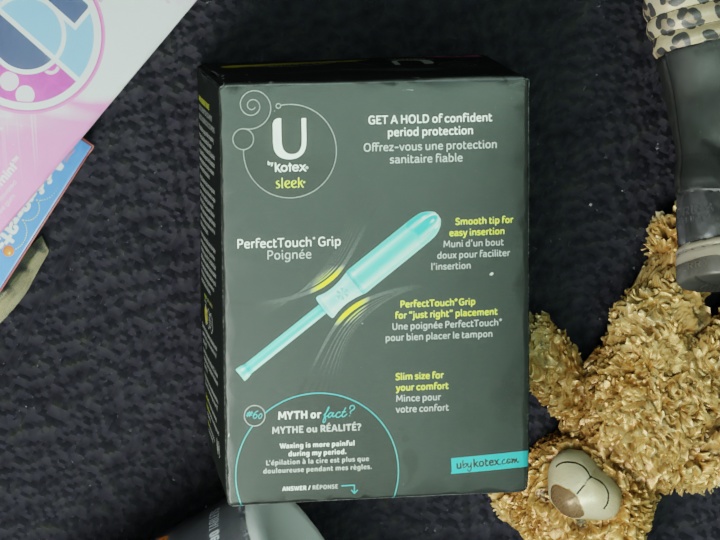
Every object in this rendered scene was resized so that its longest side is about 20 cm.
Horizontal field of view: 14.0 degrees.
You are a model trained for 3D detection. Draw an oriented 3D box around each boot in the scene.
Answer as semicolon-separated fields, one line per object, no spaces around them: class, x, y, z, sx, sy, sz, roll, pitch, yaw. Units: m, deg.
boot;0.227;-0.072;1.456;0.199;0.073;0.151;-8;82;-30

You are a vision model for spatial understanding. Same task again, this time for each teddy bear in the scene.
teddy bear;0.147;0.062;1.479;0.200;0.067;0.145;-38;100;-1

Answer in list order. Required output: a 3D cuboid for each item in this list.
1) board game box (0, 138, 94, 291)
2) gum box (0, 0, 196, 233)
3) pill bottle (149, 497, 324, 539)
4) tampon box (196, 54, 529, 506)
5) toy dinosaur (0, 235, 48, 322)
board game box;-0.225;-0.005;1.417;0.103;0.019;0.200;33;81;-7
gum box;-0.162;-0.120;1.389;0.113;0.066;0.200;41;80;-11
pill bottle;-0.107;0.195;1.437;0.200;0.106;0.106;-30;103;15
tampon box;0.000;0.000;1.418;0.149;0.126;0.201;-2;99;-8
toy dinosaur;-0.230;0.064;1.442;0.200;0.047;0.088;-24;95;-6
